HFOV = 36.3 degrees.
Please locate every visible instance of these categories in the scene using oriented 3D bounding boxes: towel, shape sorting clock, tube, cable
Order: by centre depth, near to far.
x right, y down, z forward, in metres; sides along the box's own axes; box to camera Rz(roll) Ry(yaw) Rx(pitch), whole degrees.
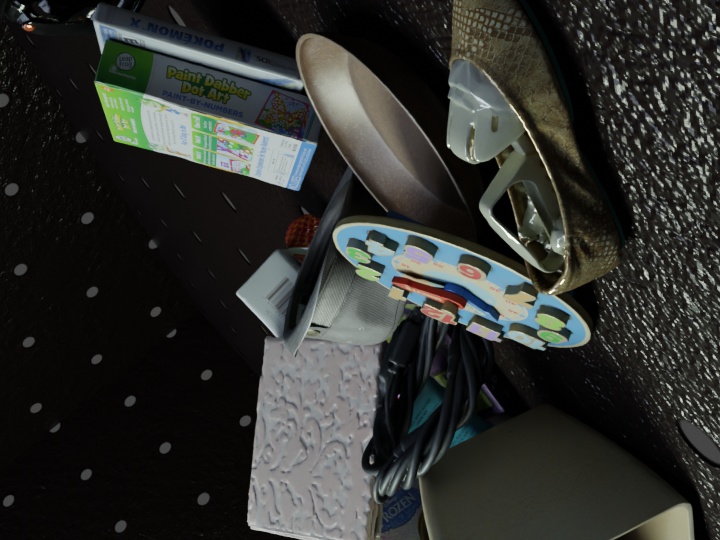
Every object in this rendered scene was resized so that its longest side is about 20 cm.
[{"bbox_3d":[0.071,0.013,0.791,0.198,0.040,0.200,23,171,4],"label":"shape sorting clock"},{"bbox_3d":[0.060,0.112,0.965,0.050,0.202,0.163,26,169,-21],"label":"cable"},{"bbox_3d":[0.120,0.182,1.070,0.199,0.078,0.050,34,-175,-8],"label":"tube"},{"bbox_3d":[-0.042,0.167,1.102,0.032,0.202,0.190,14,168,-43],"label":"towel"}]

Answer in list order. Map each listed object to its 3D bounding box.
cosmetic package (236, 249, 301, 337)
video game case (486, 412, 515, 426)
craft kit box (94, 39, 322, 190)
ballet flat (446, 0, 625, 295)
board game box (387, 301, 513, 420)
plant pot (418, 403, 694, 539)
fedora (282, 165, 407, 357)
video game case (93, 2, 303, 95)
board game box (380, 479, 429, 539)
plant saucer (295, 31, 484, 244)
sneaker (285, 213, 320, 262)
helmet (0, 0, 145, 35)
[{"bbox_3d":[-0.063,0.034,1.280,0.101,0.071,0.200,46,-172,8],"label":"cosmetic package"},{"bbox_3d":[0.198,0.232,1.180,0.201,0.018,0.143,54,168,-11],"label":"video game case"},{"bbox_3d":[-0.138,-0.137,1.018,0.195,0.049,0.200,12,171,-7],"label":"craft kit box"},{"bbox_3d":[0.086,-0.064,0.595,0.201,0.065,0.070,58,167,-28],"label":"ballet flat"},{"bbox_3d":[0.050,0.075,1.097,0.120,0.032,0.201,-34,95,40],"label":"board game box"},{"bbox_3d":[0.153,0.238,0.938,0.177,0.198,0.201,-122,11,-51],"label":"plant pot"},{"bbox_3d":[0.000,0.000,0.977,0.089,0.178,0.200,20,142,-8],"label":"fedora"},{"bbox_3d":[-0.145,-0.174,1.000,0.180,0.022,0.200,15,170,-7],"label":"video game case"},{"bbox_3d":[0.115,0.278,1.109,0.200,0.199,0.041,46,142,20],"label":"board game box"},{"bbox_3d":[0.028,-0.095,0.794,0.201,0.037,0.201,49,169,13],"label":"plant saucer"},{"bbox_3d":[0.000,0.012,1.193,0.200,0.073,0.077,50,-170,27],"label":"sneaker"},{"bbox_3d":[-0.277,-0.306,0.943,0.200,0.198,0.192,91,156,-72],"label":"helmet"}]
